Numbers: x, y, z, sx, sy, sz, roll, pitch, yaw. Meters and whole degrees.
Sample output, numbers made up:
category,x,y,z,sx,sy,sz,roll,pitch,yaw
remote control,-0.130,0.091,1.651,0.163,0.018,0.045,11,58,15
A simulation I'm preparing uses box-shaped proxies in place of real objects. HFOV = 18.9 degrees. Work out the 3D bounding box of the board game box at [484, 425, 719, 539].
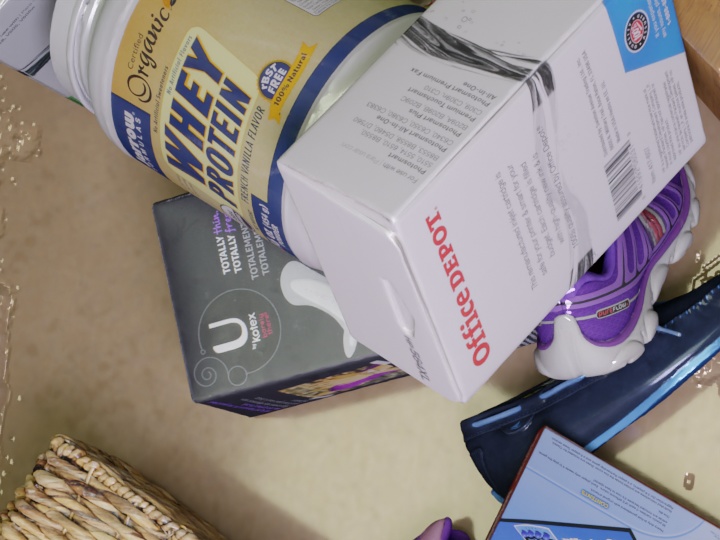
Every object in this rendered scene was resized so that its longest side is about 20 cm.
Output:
category,x,y,z,sx,sy,sz,roll,pitch,yaw
board game box,0.162,0.177,1.159,0.200,0.019,0.103,31,61,-2

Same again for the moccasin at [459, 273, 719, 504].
category,x,y,z,sx,sy,sz,roll,pitch,yaw
moccasin,0.140,0.051,1.203,0.200,0.080,0.068,-39,81,6

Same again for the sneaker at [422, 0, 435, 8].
category,x,y,z,sx,sy,sz,roll,pitch,yaw
sneaker,-0.017,-0.113,1.271,0.200,0.078,0.090,-6,52,20

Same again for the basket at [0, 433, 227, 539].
category,x,y,z,sx,sy,sz,roll,pitch,yaw
basket,-0.121,0.210,1.212,0.200,0.143,0.149,33,86,20

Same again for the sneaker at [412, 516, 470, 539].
category,x,y,z,sx,sy,sz,roll,pitch,yaw
sneaker,0.085,0.201,1.187,0.200,0.080,0.088,30,76,36

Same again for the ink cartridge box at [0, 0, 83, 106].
category,x,y,z,sx,sy,sz,roll,pitch,yaw
ink cartridge box,-0.209,-0.184,1.250,0.147,0.200,0.083,44,95,14

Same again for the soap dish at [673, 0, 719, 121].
category,x,y,z,sx,sy,sz,roll,pitch,yaw
soap dish,0.220,-0.163,1.145,0.081,0.200,0.157,32,92,11

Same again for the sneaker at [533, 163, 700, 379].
category,x,y,z,sx,sy,sz,roll,pitch,yaw
sneaker,0.135,-0.029,1.169,0.081,0.200,0.083,-6,126,19

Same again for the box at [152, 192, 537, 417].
category,x,y,z,sx,sy,sz,roll,pitch,yaw
box,0.000,0.000,1.228,0.200,0.106,0.122,-14,79,12

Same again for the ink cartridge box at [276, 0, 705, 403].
category,x,y,z,sx,sy,sz,roll,pitch,yaw
ink cartridge box,0.068,-0.058,1.054,0.084,0.146,0.200,30,66,36

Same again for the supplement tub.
category,x,y,z,sx,sy,sz,roll,pitch,yaw
supplement tub,-0.052,-0.101,1.134,0.200,0.144,0.144,31,91,28
